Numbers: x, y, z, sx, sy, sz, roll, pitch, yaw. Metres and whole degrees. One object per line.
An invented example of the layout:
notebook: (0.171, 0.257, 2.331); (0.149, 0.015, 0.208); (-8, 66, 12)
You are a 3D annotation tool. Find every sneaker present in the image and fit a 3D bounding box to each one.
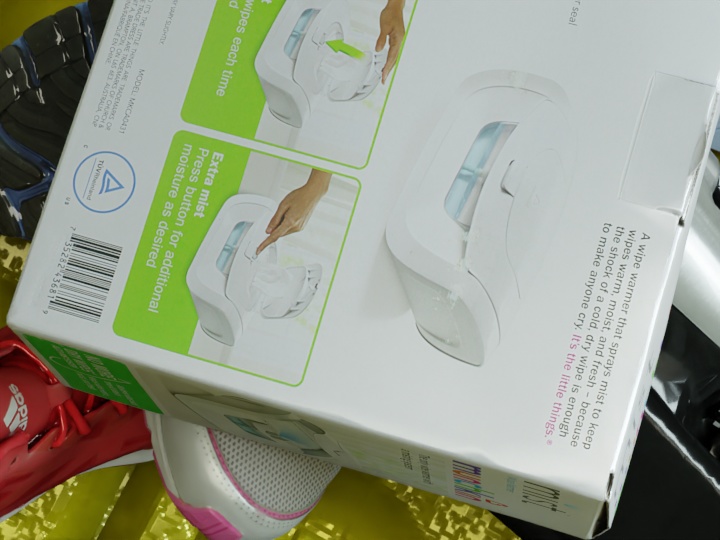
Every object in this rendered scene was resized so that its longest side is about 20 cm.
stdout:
sneaker: (-0.050, -0.075, 0.772); (0.199, 0.078, 0.076); (-34, 81, 6)
sneaker: (-0.092, 0.040, 0.743); (0.200, 0.116, 0.079); (-36, 93, -6)
sneaker: (0.000, 0.000, 0.731); (0.081, 0.088, 0.201); (43, 59, -29)

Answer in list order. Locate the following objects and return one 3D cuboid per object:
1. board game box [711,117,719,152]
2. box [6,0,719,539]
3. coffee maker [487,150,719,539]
board game box: (0.136, -0.075, 0.782); (0.199, 0.103, 0.020); (20, 63, -6)
box: (0.015, -0.044, 0.657); (0.175, 0.097, 0.201); (15, 78, 6)
coffee maker: (0.111, 0.085, 0.758); (0.200, 0.135, 0.192); (43, 85, -4)
